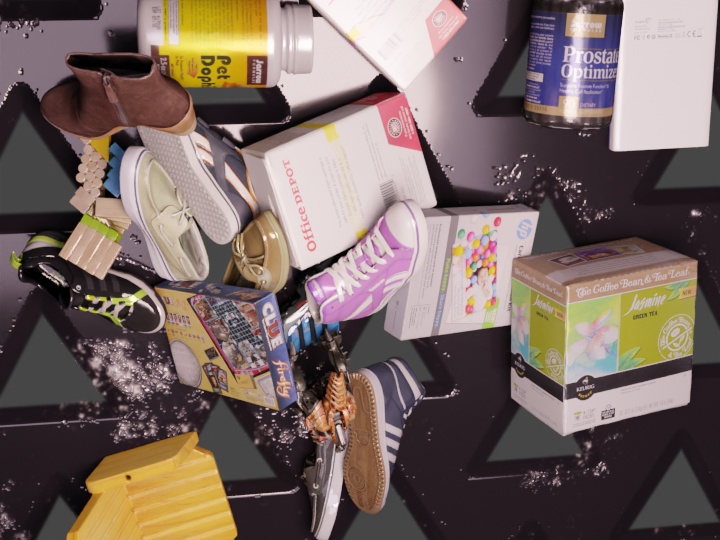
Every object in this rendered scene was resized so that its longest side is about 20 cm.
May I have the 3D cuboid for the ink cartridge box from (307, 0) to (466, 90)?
[{"bbox_3d":[0.014,-0.325,1.228,0.200,0.068,0.117,41,96,-19],"label":"ink cartridge box"}]

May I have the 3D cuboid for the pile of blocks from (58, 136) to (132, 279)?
[{"bbox_3d":[-0.305,-0.092,1.242,0.081,0.062,0.204,6,89,-7],"label":"pile of blocks"}]

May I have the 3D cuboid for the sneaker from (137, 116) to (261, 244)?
[{"bbox_3d":[-0.192,-0.133,1.252,0.079,0.078,0.202,-36,97,-41],"label":"sneaker"}]

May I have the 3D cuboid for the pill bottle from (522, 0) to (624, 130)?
[{"bbox_3d":[0.258,-0.278,1.255,0.110,0.112,0.204,0,107,-8],"label":"pill bottle"}]

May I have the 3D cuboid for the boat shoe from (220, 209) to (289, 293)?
[{"bbox_3d":[-0.136,0.005,1.249,0.062,0.201,0.074,-19,68,-29],"label":"boat shoe"}]

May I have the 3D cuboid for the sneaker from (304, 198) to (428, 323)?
[{"bbox_3d":[0.000,0.001,1.208,0.113,0.073,0.201,-13,149,-35],"label":"sneaker"}]

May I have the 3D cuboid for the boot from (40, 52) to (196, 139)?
[{"bbox_3d":[-0.282,-0.199,1.124,0.196,0.166,0.074,7,77,11],"label":"boot"}]

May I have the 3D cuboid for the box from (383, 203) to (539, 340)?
[{"bbox_3d":[0.128,-0.001,1.306,0.198,0.041,0.159,-5,112,-37],"label":"box"}]

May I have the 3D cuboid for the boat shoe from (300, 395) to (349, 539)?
[{"bbox_3d":[-0.050,0.261,1.394,0.056,0.069,0.204,9,99,-3],"label":"boat shoe"}]

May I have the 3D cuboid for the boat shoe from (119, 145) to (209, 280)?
[{"bbox_3d":[-0.227,-0.065,1.231,0.061,0.073,0.202,7,141,18],"label":"boat shoe"}]

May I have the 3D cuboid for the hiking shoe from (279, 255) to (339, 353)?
[{"bbox_3d":[-0.069,0.075,1.326,0.086,0.074,0.201,32,99,-12],"label":"hiking shoe"}]

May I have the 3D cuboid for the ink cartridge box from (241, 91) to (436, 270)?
[{"bbox_3d":[-0.026,-0.111,1.246,0.198,0.083,0.147,-25,110,-22],"label":"ink cartridge box"}]

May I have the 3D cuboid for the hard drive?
[{"bbox_3d":[0.384,-0.258,1.325,0.129,0.025,0.204,-4,106,-7],"label":"hard drive"}]

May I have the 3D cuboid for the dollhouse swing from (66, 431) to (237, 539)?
[{"bbox_3d":[-0.257,0.350,1.327,0.179,0.176,0.203,-16,107,-3],"label":"dollhouse swing"}]

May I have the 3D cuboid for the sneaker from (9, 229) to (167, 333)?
[{"bbox_3d":[-0.333,0.032,1.264,0.198,0.083,0.072,30,123,-11],"label":"sneaker"}]

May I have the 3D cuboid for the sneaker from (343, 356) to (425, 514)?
[{"bbox_3d":[0.033,0.211,1.362,0.108,0.069,0.204,-24,119,-48],"label":"sneaker"}]

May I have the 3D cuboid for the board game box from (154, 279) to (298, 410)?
[{"bbox_3d":[-0.165,0.085,1.262,0.034,0.198,0.138,-27,114,-40],"label":"board game box"}]

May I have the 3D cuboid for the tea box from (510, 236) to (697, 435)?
[{"bbox_3d":[0.308,0.078,1.332,0.197,0.133,0.200,-10,108,-21],"label":"tea box"}]

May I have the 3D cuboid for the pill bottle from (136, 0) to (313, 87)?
[{"bbox_3d":[-0.154,-0.266,1.198,0.196,0.109,0.111,-2,107,-8],"label":"pill bottle"}]

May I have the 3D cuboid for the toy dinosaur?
[{"bbox_3d":[-0.038,0.149,1.263,0.101,0.200,0.137,-12,71,-36],"label":"toy dinosaur"}]
